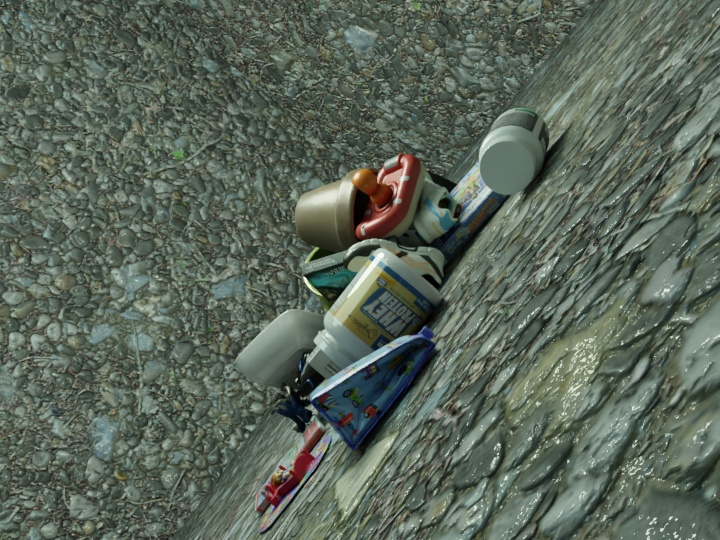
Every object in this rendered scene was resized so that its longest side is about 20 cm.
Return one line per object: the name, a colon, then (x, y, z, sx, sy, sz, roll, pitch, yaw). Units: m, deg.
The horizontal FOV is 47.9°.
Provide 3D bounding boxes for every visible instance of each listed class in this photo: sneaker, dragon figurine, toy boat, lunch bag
sneaker: (0.148, -0.138, 1.630, 0.080, 0.076, 0.201, -32, 37, 22)
sneaker: (-0.060, 0.186, 1.668, 0.200, 0.112, 0.073, -53, 4, -41)
sneaker: (0.065, -0.006, 1.514, 0.074, 0.198, 0.081, 106, 166, -52)
dragon figurine: (-0.131, 0.285, 1.717, 0.200, 0.099, 0.059, 118, 169, -55)
sneaker: (0.116, -0.029, 1.774, 0.199, 0.073, 0.113, -13, -48, -48)
toy boat: (0.037, -0.151, 1.595, 0.130, 0.130, 0.202, -18, 49, 53)
lunch bag: (0.027, 0.151, 1.179, 0.200, 0.094, 0.151, -43, -1, -7)

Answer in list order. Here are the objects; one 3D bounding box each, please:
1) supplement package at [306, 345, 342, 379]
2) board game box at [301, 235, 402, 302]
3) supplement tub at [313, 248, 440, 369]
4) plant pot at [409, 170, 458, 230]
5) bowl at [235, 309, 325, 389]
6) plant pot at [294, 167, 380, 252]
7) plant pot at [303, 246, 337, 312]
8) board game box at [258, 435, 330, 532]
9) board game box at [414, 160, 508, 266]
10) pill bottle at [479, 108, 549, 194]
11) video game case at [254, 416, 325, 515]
supplement package: (-0.001, 0.132, 1.565, 0.200, 0.109, 0.114, -52, 2, -6)
board game box: (0.000, 0.000, 1.611, 0.198, 0.028, 0.135, -17, -32, 15)
supplement tub: (0.028, 0.079, 1.389, 0.201, 0.144, 0.145, -52, 2, -1)
plant pot: (0.148, -0.139, 1.999, 0.200, 0.177, 0.200, -49, 4, 28)
bowl: (-0.143, 0.183, 1.740, 0.200, 0.075, 0.199, -42, -33, 18)
plant pot: (-0.040, -0.111, 1.731, 0.173, 0.202, 0.201, -1, 34, 31)
plant pot: (-0.010, 0.054, 1.816, 0.200, 0.199, 0.191, -53, -35, -33)
board game box: (-0.128, 0.358, 1.407, 0.201, 0.039, 0.158, -52, 2, -1)
board game box: (0.201, -0.115, 1.624, 0.200, 0.034, 0.136, -48, 25, 12)
pill bottle: (0.272, -0.212, 1.443, 0.113, 0.113, 0.200, -50, 2, 29)
video game case: (-0.139, 0.381, 1.599, 0.201, 0.017, 0.143, -52, 3, -7)
